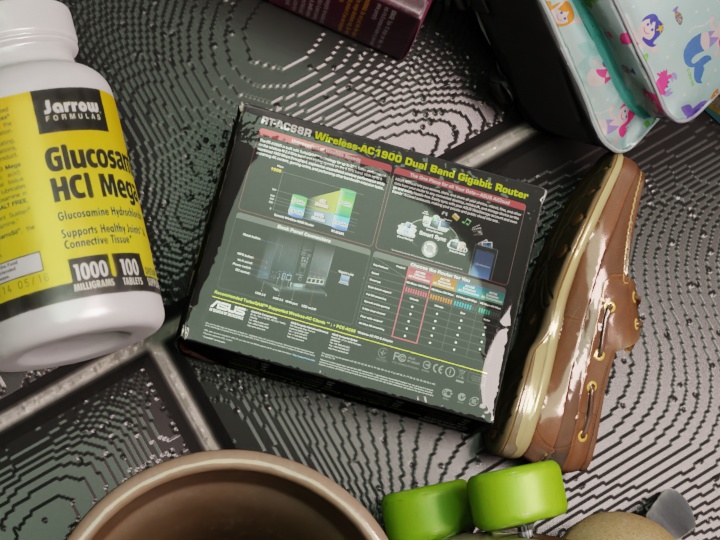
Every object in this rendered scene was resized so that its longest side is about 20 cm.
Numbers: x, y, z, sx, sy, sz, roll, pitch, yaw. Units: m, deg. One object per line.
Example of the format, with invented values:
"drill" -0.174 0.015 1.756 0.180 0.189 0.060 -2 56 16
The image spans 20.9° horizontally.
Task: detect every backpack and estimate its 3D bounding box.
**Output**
"backpack" 0.174 -0.193 1.190 0.200 0.150 0.178 -45 123 -25

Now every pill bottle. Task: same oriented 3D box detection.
"pill bottle" -0.189 -0.050 1.141 0.111 0.112 0.202 -13 80 -10

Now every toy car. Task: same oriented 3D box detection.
"toy car" 0.133 0.193 1.147 0.199 0.157 0.166 -6 81 -38

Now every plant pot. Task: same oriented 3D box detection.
"plant pot" -0.079 0.207 1.070 0.198 0.175 0.202 2 79 -7

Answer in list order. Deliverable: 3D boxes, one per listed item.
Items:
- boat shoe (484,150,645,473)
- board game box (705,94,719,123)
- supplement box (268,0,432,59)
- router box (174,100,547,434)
"boat shoe" 0.138 0.027 1.195 0.067 0.072 0.202 21 81 -9
"board game box" 0.336 -0.137 1.266 0.151 0.047 0.200 43 76 3
"supplement box" -0.037 -0.229 1.213 0.199 0.086 0.111 24 76 -2
"router box" 0.000 0.000 1.182 0.198 0.062 0.151 16 77 -4
